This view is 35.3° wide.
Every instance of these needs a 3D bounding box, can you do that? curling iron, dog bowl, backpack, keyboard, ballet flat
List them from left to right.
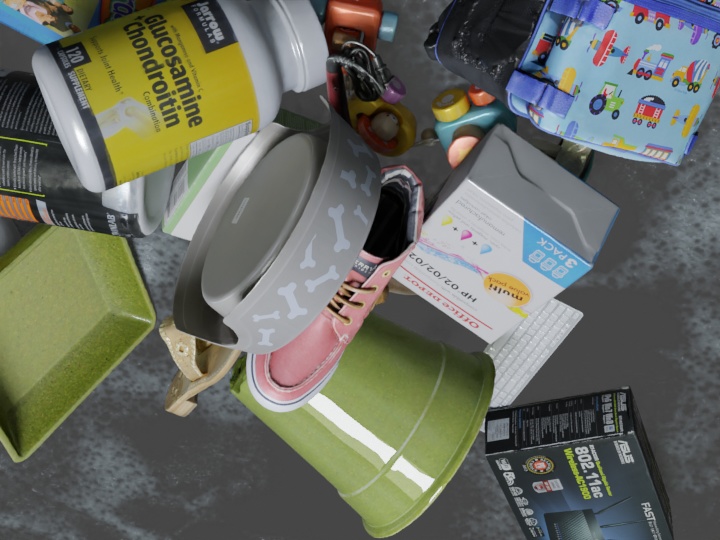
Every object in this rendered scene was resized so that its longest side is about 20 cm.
[{"bbox_3d":[-0.060,-0.029,0.828,0.059,0.200,0.200,32,130,-24],"label":"dog bowl"},{"bbox_3d":[-0.005,-0.096,0.887,0.049,0.026,0.200,23,143,14],"label":"curling iron"},{"bbox_3d":[0.144,0.091,1.107,0.056,0.011,0.200,22,132,-9],"label":"keyboard"},{"bbox_3d":[0.163,-0.105,0.895,0.062,0.067,0.200,24,123,3],"label":"ballet flat"},{"bbox_3d":[0.167,-0.187,0.724,0.182,0.135,0.200,12,111,-39],"label":"backpack"}]

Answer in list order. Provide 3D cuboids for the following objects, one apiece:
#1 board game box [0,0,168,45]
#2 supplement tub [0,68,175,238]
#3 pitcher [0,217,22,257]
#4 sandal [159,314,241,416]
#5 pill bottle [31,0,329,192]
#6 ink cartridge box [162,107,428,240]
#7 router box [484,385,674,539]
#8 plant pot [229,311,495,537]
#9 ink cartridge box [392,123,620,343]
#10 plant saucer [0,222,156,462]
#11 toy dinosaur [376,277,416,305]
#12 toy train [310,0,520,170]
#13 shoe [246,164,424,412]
[{"bbox_3d":[-0.231,-0.245,0.850,0.200,0.045,0.152,27,131,-14],"label":"board game box"},{"bbox_3d":[-0.261,-0.100,0.935,0.199,0.123,0.123,10,133,3],"label":"supplement tub"},{"bbox_3d":[-0.359,0.028,1.081,0.121,0.171,0.201,18,117,29],"label":"pitcher"},{"bbox_3d":[-0.169,0.075,1.109,0.069,0.078,0.212,22,138,-17],"label":"sandal"},{"bbox_3d":[-0.128,-0.142,0.832,0.200,0.112,0.112,-24,132,-14],"label":"pill bottle"},{"bbox_3d":[-0.053,-0.061,0.984,0.200,0.048,0.146,17,135,-26],"label":"ink cartridge box"},{"bbox_3d":[0.227,0.214,1.160,0.149,0.062,0.200,-13,130,19],"label":"router box"},{"bbox_3d":[-0.011,0.109,1.037,0.190,0.200,0.200,35,129,-13],"label":"plant pot"},{"bbox_3d":[0.098,-0.015,0.902,0.115,0.068,0.200,35,147,-5],"label":"ink cartridge box"},{"bbox_3d":[-0.291,0.044,1.036,0.048,0.200,0.200,24,146,28],"label":"plant saucer"},{"bbox_3d":[0.000,0.000,0.967,0.200,0.106,0.060,25,123,-22],"label":"toy dinosaur"},{"bbox_3d":[0.046,-0.140,0.884,0.199,0.056,0.150,16,133,-3],"label":"toy train"},{"bbox_3d":[-0.018,0.010,0.848,0.071,0.200,0.091,32,158,-3],"label":"shoe"}]
